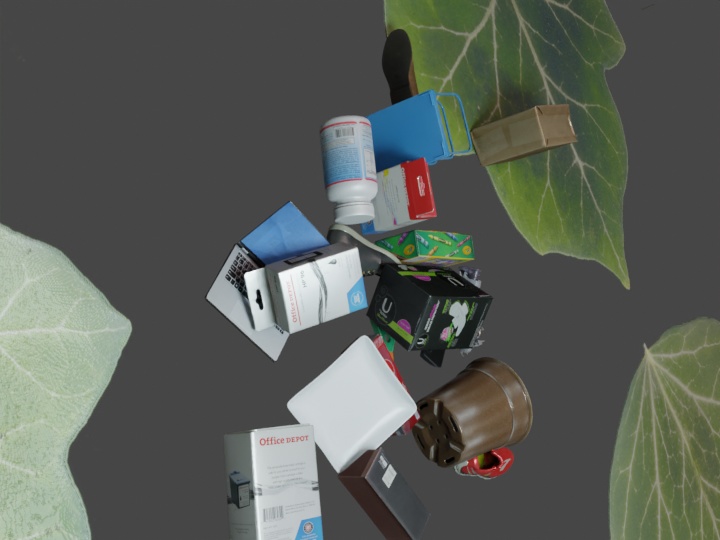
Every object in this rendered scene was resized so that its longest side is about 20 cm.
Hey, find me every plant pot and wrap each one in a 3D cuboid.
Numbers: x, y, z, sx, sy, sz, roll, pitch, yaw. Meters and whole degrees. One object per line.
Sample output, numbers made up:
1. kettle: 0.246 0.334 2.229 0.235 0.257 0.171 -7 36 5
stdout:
1. plant pot: 0.223 0.309 1.776 0.197 0.199 0.203 -17 92 -39

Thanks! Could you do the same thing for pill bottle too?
1. pill bottle: -0.022 -0.201 1.697 0.108 0.108 0.203 4 77 -46

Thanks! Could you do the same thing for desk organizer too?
1. desk organizer: 0.046 0.432 1.613 0.201 0.076 0.072 57 46 -25

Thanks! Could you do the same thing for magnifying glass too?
1. magnifying glass: 0.054 0.149 1.752 0.079 0.022 0.203 7 73 -45

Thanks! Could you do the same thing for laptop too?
1. laptop: -0.141 0.022 1.505 0.187 0.115 0.201 46 50 -28

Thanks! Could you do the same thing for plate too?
1. plate: -0.016 0.253 1.587 0.200 0.032 0.200 -40 112 -13

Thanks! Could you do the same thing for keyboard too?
1. keyboard: 0.162 0.106 1.878 0.127 0.020 0.202 44 50 -38

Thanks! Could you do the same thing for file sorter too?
1. file sorter: 0.121 -0.287 1.810 0.122 0.198 0.141 -12 88 -51

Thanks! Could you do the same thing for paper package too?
1. paper package: 0.417 -0.344 2.139 0.190 0.199 0.105 -17 92 -48

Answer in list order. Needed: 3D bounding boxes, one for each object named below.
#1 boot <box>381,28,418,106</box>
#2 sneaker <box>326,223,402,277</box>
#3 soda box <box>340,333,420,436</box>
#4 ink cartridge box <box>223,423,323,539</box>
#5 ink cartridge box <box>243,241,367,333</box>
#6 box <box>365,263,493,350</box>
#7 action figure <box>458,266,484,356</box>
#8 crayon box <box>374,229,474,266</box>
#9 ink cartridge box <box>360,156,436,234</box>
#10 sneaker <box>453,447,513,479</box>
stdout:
1. boot: 0.098 -0.450 1.936 0.075 0.073 0.203 2 82 -65
2. sneaker: 0.000 0.000 1.703 0.199 0.074 0.107 30 63 -28
3. soda box: 0.041 0.229 1.677 0.063 0.070 0.202 -38 108 -45
4. ink cartridge box: -0.147 0.369 1.427 0.145 0.085 0.203 5 75 -46
5. ink cartridge box: -0.095 0.035 1.488 0.198 0.068 0.118 -19 109 -23
6. box: 0.140 0.074 1.712 0.198 0.148 0.126 4 114 -44
7. action figure: 0.244 0.096 1.921 0.130 0.069 0.203 20 74 -64
8. crayon box: 0.141 -0.043 1.821 0.199 0.118 0.059 2 78 -47
9. ink cartridge box: 0.084 -0.152 1.730 0.067 0.199 0.118 -5 83 -46
10. sneaker: 0.290 0.429 1.878 0.199 0.084 0.078 7 75 -46
